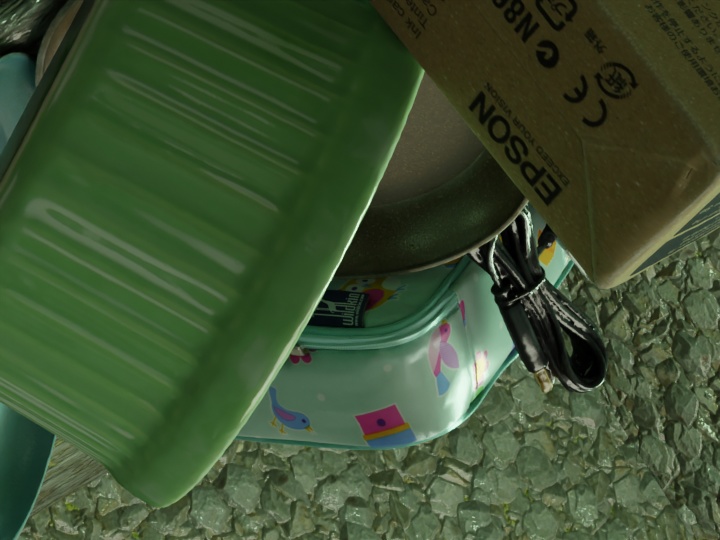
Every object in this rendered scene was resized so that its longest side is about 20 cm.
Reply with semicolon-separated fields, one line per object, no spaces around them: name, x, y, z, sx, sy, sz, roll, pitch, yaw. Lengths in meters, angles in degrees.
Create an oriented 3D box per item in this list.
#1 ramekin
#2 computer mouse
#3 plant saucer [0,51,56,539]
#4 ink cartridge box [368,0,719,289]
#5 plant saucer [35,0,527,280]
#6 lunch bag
ramekin;-0.065;-0.032;0.717;0.200;0.098;0.200;-58;-168;20
computer mouse;0.109;-0.038;0.978;0.044;0.110;0.200;-11;-150;35
plant saucer;-0.149;0.015;0.836;0.027;0.201;0.200;4;-179;9
ink cartridge box;0.080;-0.114;0.676;0.165;0.200;0.075;-26;164;-41
plant saucer;-0.026;-0.066;0.847;0.200;0.200;0.032;-37;-146;45
lunch bag;0.000;0.000;1.000;0.160;0.077;0.200;6;-145;29
